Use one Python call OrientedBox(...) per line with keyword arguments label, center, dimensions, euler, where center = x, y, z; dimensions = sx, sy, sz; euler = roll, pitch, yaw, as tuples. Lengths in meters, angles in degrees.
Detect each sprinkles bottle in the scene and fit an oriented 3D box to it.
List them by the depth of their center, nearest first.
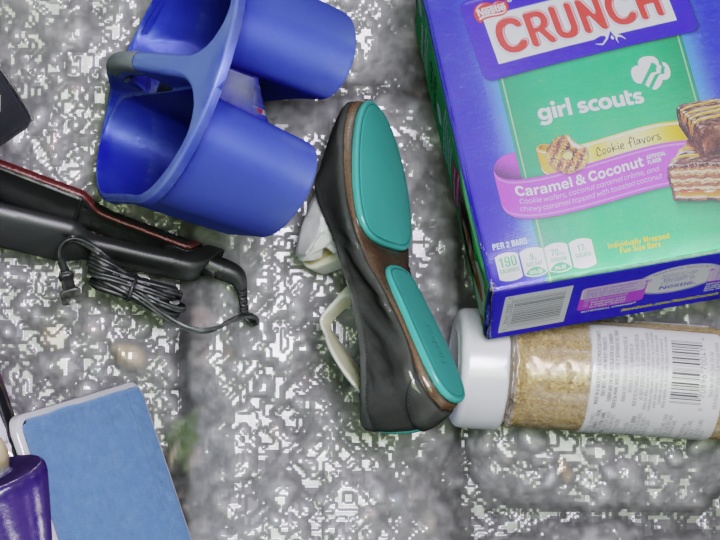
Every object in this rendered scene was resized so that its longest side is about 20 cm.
OrientedBox(label="sprinkles bottle", center=(0.150, 0.062, 1.287), dimensions=(0.198, 0.068, 0.069), euler=(4, 85, -6))

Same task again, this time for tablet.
OrientedBox(label="tablet", center=(-0.126, 0.165, 1.231), dimensions=(0.014, 0.130, 0.201), euler=(-20, 87, 26))

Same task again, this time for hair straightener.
OrientedBox(label="hair straightener", center=(-0.150, -0.001, 1.270), dimensions=(0.199, 0.041, 0.077), euler=(23, 50, -11))

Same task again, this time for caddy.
OrientedBox(label="caddy", center=(-0.086, -0.097, 1.218), dimensions=(0.104, 0.200, 0.142), euler=(19, 85, -21))

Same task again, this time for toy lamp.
OrientedBox(label="toy lamp", center=(-0.203, 0.056, 1.138), dimensions=(0.058, 0.058, 0.201), euler=(-19, 102, -7))

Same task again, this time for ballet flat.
OrientedBox(label="ballet flat", center=(0.000, 0.000, 1.269), dimensions=(0.068, 0.068, 0.201), euler=(-25, 62, 23))

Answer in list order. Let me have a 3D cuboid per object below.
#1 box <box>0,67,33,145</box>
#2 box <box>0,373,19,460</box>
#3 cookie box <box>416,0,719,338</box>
OrientedBox(label="box", center=(-0.283, -0.060, 1.206), dimensions=(0.199, 0.161, 0.049), euler=(-36, 117, -8))
OrientedBox(label="box", center=(-0.248, 0.093, 1.226), dimensions=(0.121, 0.106, 0.201), euler=(-19, 87, -7))
OrientedBox(label="cookie box", center=(0.130, -0.080, 1.258), dimensions=(0.170, 0.075, 0.201), euler=(-10, 67, -6))
